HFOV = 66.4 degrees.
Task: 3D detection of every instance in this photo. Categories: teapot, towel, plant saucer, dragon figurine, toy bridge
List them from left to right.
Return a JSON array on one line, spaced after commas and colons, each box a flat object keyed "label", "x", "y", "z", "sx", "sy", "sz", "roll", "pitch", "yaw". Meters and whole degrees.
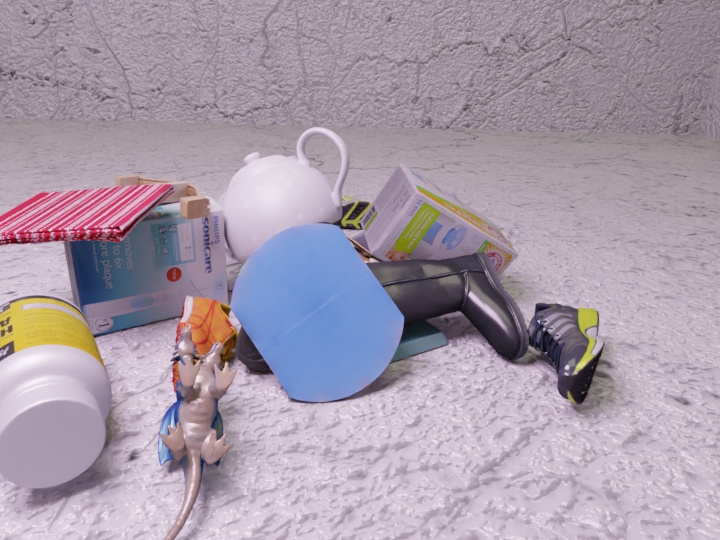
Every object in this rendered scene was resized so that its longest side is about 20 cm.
[{"label": "towel", "x": -0.342, "y": -0.068, "z": 0.666, "sx": 0.196, "sy": 0.023, "sz": 0.145, "roll": -3, "pitch": 29, "yaw": 9}, {"label": "toy bridge", "x": -0.270, "y": -0.109, "z": 0.773, "sx": 0.198, "sy": 0.028, "sz": 0.067, "roll": 20, "pitch": 25, "yaw": 38}, {"label": "dragon figurine", "x": -0.148, "y": 0.141, "z": 0.490, "sx": 0.058, "sy": 0.100, "sz": 0.203, "roll": 8, "pitch": 63, "yaw": -19}, {"label": "teapot", "x": -0.128, "y": -0.109, "z": 0.825, "sx": 0.198, "sy": 0.148, "sz": 0.197, "roll": -27, "pitch": 4, "yaw": -24}, {"label": "plant saucer", "x": 0.017, "y": 0.095, "z": 0.701, "sx": 0.197, "sy": 0.019, "sz": 0.070, "roll": -13, "pitch": 26, "yaw": -30}]

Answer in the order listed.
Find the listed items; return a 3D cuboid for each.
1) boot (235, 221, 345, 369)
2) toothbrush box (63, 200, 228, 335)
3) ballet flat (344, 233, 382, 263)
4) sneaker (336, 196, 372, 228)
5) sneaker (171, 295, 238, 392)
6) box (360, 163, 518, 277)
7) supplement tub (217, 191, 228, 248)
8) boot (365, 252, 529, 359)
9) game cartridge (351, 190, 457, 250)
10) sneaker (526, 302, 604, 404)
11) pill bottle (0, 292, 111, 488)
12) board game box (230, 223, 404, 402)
[{"label": "boot", "x": -0.092, "y": 0.046, "z": 0.729, "sx": 0.073, "sy": 0.205, "sz": 0.154, "roll": 32, "pitch": -19, "yaw": -3}, {"label": "toothbrush box", "x": -0.293, "y": -0.011, "z": 0.762, "sx": 0.197, "sy": 0.149, "sz": 0.085, "roll": -12, "pitch": 26, "yaw": -34}, {"label": "ballet flat", "x": 0.000, "y": 0.000, "z": 0.788, "sx": 0.199, "sy": 0.071, "sz": 0.065, "roll": 32, "pitch": -8, "yaw": 34}, {"label": "sneaker", "x": -0.064, "y": -0.125, "z": 1.178, "sx": 0.196, "sy": 0.077, "sz": 0.076, "roll": 7, "pitch": 12, "yaw": -17}, {"label": "sneaker", "x": -0.178, "y": 0.084, "z": 0.643, "sx": 0.076, "sy": 0.074, "sz": 0.201, "roll": 10, "pitch": 24, "yaw": -15}, {"label": "box", "x": 0.115, "y": -0.048, "z": 0.810, "sx": 0.198, "sy": 0.113, "sz": 0.102, "roll": 27, "pitch": 24, "yaw": -25}, {"label": "supplement tub", "x": -0.166, "y": -0.113, "z": 1.026, "sx": 0.142, "sy": 0.147, "sz": 0.200, "roll": 10, "pitch": 23, "yaw": 18}, {"label": "boot", "x": 0.093, "y": 0.052, "z": 0.697, "sx": 0.196, "sy": 0.066, "sz": 0.166, "roll": -4, "pitch": 47, "yaw": -20}, {"label": "game cartridge", "x": 0.065, "y": -0.080, "z": 0.981, "sx": 0.132, "sy": 0.041, "sz": 0.199, "roll": -28, "pitch": 4, "yaw": -39}, {"label": "sneaker", "x": 0.237, "y": 0.091, "z": 0.655, "sx": 0.080, "sy": 0.075, "sz": 0.200, "roll": 16, "pitch": 18, "yaw": 15}, {"label": "pill bottle", "x": -0.299, "y": 0.106, "z": 0.518, "sx": 0.110, "sy": 0.113, "sz": 0.199, "roll": -12, "pitch": 26, "yaw": -31}, {"label": "board game box", "x": -0.051, "y": 0.050, "z": 0.638, "sx": 0.157, "sy": 0.201, "sz": 0.039, "roll": -35, "pitch": -7, "yaw": -14}]
